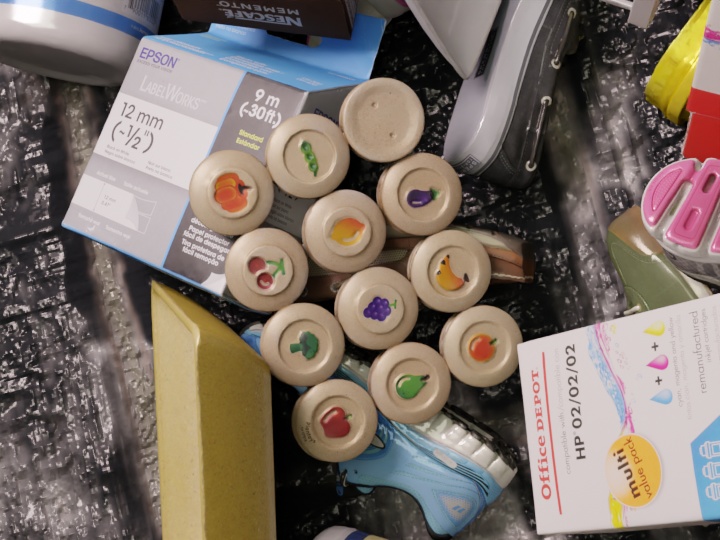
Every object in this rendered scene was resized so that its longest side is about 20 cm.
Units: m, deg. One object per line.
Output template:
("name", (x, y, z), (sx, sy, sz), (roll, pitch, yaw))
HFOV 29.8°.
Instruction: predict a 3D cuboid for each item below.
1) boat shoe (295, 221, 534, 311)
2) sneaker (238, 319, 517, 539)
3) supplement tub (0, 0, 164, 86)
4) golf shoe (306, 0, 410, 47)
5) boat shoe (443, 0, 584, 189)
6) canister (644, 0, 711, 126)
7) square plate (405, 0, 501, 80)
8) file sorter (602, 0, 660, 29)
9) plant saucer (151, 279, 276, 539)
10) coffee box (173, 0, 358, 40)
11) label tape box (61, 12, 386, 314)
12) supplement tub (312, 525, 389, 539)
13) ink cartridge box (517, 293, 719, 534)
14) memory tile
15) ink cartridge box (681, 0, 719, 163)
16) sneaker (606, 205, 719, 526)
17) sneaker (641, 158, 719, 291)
("boat shoe", (0.013, 0.003, 0.879), (0.200, 0.076, 0.074), (3, 89, 22))
("sneaker", (-0.004, 0.101, 0.865), (0.200, 0.078, 0.090), (33, 95, 15))
("supplement tub", (-0.190, -0.237, 0.924), (0.132, 0.132, 0.200), (8, 84, 15))
("golf shoe", (-0.043, -0.232, 0.919), (0.092, 0.075, 0.200), (-43, 64, 27))
("boat shoe", (0.112, -0.148, 0.879), (0.057, 0.069, 0.200), (24, 81, -19))
("canister", (0.296, -0.107, 0.812), (0.200, 0.087, 0.149), (38, 94, 14))
("square plate", (0.040, -0.251, 0.815), (0.028, 0.198, 0.200), (-1, 54, 37))
("file sorter", (0.155, -0.277, 0.803), (0.124, 0.139, 0.200), (20, 67, 10))
("plant saucer", (-0.088, 0.115, 0.821), (0.048, 0.200, 0.201), (-3, 98, -14))
("coffee box", (-0.047, -0.254, 0.833), (0.114, 0.080, 0.200), (9, 74, 9))
("label tape box", (-0.087, -0.091, 0.862), (0.143, 0.066, 0.200), (22, 90, 32))
("supplement tub", (0.052, 0.244, 0.797), (0.200, 0.144, 0.145), (14, 87, 15))
("ink cartridge box", (0.157, 0.088, 0.765), (0.200, 0.068, 0.115), (-20, 70, 49))
("memory tile", (0.000, 0.000, 0.804), (0.153, 0.017, 0.200), (-25, 96, -8))
("ink cartridge box", (0.244, -0.131, 0.713), (0.116, 0.200, 0.067), (16, 57, 13))
("sneaker", (0.191, 0.064, 0.824), (0.090, 0.067, 0.200), (-34, 80, 2))
("sneaker", (0.257, -0.014, 0.755), (0.199, 0.087, 0.074), (8, 75, 13))
